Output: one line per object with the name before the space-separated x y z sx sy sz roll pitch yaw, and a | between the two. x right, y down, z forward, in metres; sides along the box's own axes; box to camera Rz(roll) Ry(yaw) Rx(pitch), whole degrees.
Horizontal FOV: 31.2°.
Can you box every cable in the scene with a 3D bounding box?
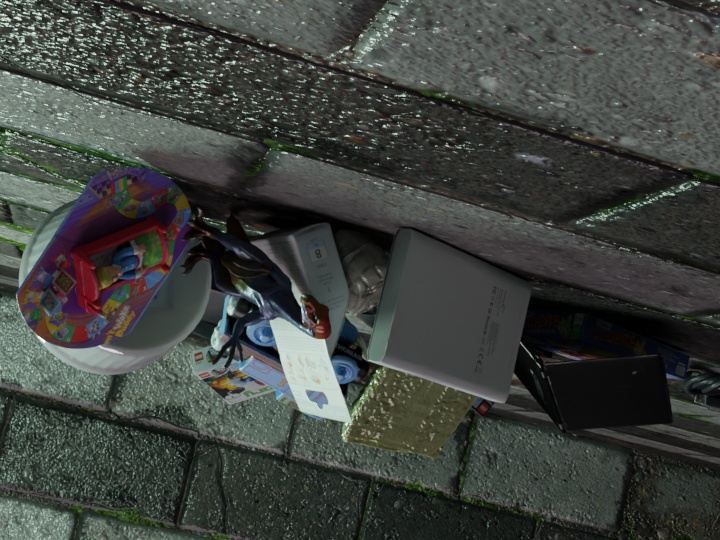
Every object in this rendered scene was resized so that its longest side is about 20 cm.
cable | 0.527 0.163 1.694 0.199 0.051 0.163 15 167 10

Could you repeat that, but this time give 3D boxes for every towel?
towel | 0.072 0.144 1.564 0.148 0.201 0.037 14 -150 -24

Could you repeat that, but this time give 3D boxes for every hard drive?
hard drive | 0.094 0.050 1.302 0.026 0.133 0.200 5 168 45

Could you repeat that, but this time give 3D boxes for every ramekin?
ramekin | -0.257 0.008 1.389 0.200 0.201 0.098 17 163 -25

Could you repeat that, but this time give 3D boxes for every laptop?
laptop | 0.256 0.105 1.526 0.200 0.116 0.187 52 174 34

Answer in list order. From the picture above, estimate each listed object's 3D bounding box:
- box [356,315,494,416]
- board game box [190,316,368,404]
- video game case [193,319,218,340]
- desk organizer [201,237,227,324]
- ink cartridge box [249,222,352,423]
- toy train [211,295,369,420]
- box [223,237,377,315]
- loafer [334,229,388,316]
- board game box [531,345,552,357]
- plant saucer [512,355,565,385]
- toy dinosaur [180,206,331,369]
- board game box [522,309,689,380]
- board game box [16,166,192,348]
box | 0.082 0.107 1.687 0.137 0.038 0.200 41 176 -29
board game box | -0.101 0.110 1.650 0.199 0.035 0.126 -18 152 10
video game case | -0.246 0.027 1.715 0.199 0.026 0.181 23 -166 2
desk organizer | -0.152 0.023 1.626 0.199 0.077 0.072 18 141 -27
ink cartridge box | -0.050 0.053 1.351 0.047 0.201 0.160 -20 -174 -22
toy train | -0.087 0.095 1.536 0.200 0.087 0.114 29 126 -25
box | -0.048 0.009 1.549 0.199 0.046 0.159 18 170 -28
loafer | 0.000 0.000 1.381 0.070 0.070 0.200 55 172 10
board game box | 0.173 0.107 1.889 0.135 0.035 0.200 6 169 40
plant saucer | 0.270 0.146 1.754 0.199 0.037 0.200 12 174 1
toy dinosaur | -0.092 0.003 1.284 0.181 0.105 0.200 26 -141 11
board game box | 0.293 0.092 1.599 0.199 0.035 0.135 21 169 -37
board game box | -0.234 -0.001 1.256 0.039 0.200 0.158 36 -177 37
